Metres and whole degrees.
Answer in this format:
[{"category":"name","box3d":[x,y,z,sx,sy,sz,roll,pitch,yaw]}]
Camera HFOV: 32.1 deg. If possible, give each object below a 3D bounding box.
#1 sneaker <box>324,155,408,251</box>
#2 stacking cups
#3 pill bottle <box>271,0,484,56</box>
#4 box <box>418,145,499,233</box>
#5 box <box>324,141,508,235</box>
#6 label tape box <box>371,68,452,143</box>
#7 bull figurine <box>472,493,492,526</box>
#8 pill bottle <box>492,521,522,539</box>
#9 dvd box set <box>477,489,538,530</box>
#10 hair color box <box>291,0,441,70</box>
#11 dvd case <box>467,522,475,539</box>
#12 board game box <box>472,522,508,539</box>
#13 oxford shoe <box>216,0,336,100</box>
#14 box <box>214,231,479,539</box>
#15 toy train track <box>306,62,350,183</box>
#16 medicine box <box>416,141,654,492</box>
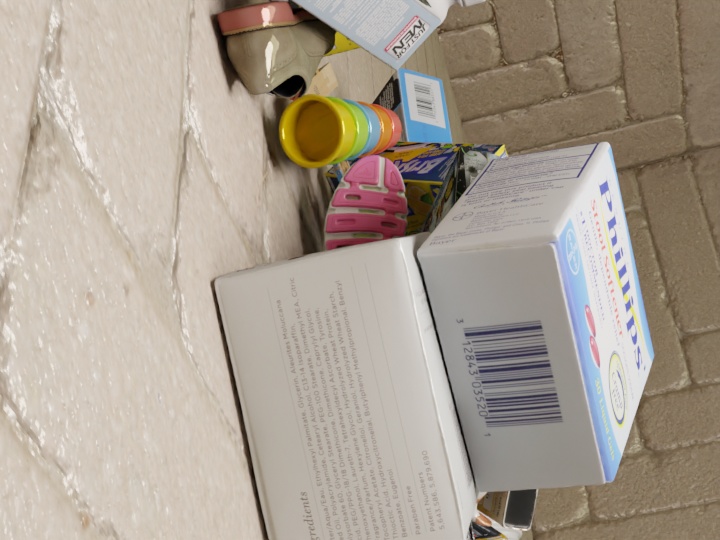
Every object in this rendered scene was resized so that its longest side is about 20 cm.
[{"category":"sneaker","box3d":[0.000,0.000,1.120,0.087,0.072,0.204,144,-50,-85]},{"category":"stacking cups","box3d":[-0.008,-0.121,1.115,0.200,0.060,0.062,-12,90,-70]},{"category":"pill bottle","box3d":[0.017,-0.279,1.209,0.112,0.196,0.115,-12,90,-80]},{"category":"box","box3d":[0.068,0.011,1.075,0.201,0.039,0.139,113,-13,-52]},{"category":"box","box3d":[0.059,-0.077,1.188,0.064,0.198,0.071,-43,121,-28]},{"category":"label tape box","box3d":[0.030,-0.106,1.417,0.200,0.062,0.146,-50,-142,48]},{"category":"bull figurine","box3d":[0.096,0.119,1.064,0.122,0.064,0.203,-119,-137,-74]},{"category":"pill bottle","box3d":[0.159,0.392,1.505,0.114,0.112,0.203,61,19,-60]},{"category":"dvd box set","box3d":[0.122,0.144,1.142,0.200,0.029,0.149,180,-79,-77]},{"category":"hair color box","box3d":[-0.030,-0.249,1.003,0.199,0.061,0.100,25,28,-48]},{"category":"dvd case","box3d":[0.071,0.235,1.215,0.200,0.016,0.151,134,-52,-72]},{"category":"board game box","box3d":[0.114,0.352,1.269,0.165,0.056,0.204,-173,-109,-74]},{"category":"oxford shoe","box3d":[-0.064,-0.176,1.024,0.200,0.069,0.076,-28,109,-69]},{"category":"box","box3d":[0.001,0.084,0.880,0.199,0.128,0.204,-18,95,-81]},{"category":"toy train track","box3d":[-0.039,-0.121,1.155,0.203,0.032,0.115,68,23,-16]},{"category":"medicine box","box3d":[0.135,0.028,0.907,0.200,0.101,0.185,-47,126,-58]}]
